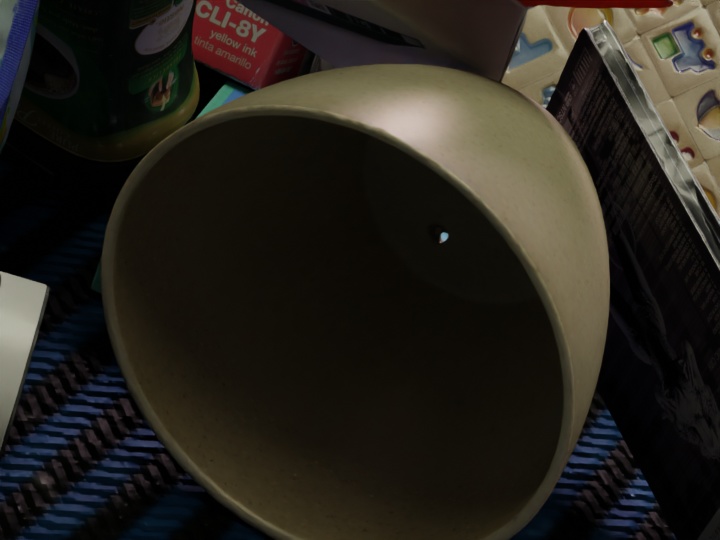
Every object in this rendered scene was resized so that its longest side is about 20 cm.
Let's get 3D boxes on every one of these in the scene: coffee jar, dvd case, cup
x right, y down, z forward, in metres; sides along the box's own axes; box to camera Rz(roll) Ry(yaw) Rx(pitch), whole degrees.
[{"bbox_3d":[-0.117,-0.128,1.290,0.104,0.200,0.085,34,50,19],"label":"coffee jar"},{"bbox_3d":[0.123,0.018,1.205,0.016,0.149,0.200,-18,66,-21],"label":"dvd case"},{"bbox_3d":[0.019,-0.003,1.160,0.200,0.200,0.143,29,39,13],"label":"cup"}]

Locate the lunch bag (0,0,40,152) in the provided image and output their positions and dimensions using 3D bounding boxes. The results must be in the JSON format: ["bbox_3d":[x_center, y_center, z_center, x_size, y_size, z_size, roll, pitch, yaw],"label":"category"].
[{"bbox_3d":[-0.215,-0.108,1.188,0.170,0.200,0.127,17,43,-8],"label":"lunch bag"}]

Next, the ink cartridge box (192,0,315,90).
[{"bbox_3d":[-0.028,-0.196,1.414,0.083,0.200,0.145,26,11,8],"label":"ink cartridge box"}]

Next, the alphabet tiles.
[{"bbox_3d":[0.112,-0.099,1.340,0.167,0.008,0.200,-25,76,-7],"label":"alphabet tiles"}]

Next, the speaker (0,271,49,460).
[{"bbox_3d":[-0.225,0.016,1.115,0.200,0.081,0.081,17,31,-7],"label":"speaker"}]

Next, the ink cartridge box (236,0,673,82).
[{"bbox_3d":[-0.005,-0.133,1.144,0.200,0.044,0.174,32,-15,-37],"label":"ink cartridge box"}]

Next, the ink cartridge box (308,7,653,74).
[{"bbox_3d":[0.083,-0.139,1.477,0.147,0.146,0.200,25,32,7],"label":"ink cartridge box"}]

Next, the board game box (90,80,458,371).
[{"bbox_3d":[0.000,0.000,1.309,0.200,0.045,0.152,24,31,5],"label":"board game box"}]
